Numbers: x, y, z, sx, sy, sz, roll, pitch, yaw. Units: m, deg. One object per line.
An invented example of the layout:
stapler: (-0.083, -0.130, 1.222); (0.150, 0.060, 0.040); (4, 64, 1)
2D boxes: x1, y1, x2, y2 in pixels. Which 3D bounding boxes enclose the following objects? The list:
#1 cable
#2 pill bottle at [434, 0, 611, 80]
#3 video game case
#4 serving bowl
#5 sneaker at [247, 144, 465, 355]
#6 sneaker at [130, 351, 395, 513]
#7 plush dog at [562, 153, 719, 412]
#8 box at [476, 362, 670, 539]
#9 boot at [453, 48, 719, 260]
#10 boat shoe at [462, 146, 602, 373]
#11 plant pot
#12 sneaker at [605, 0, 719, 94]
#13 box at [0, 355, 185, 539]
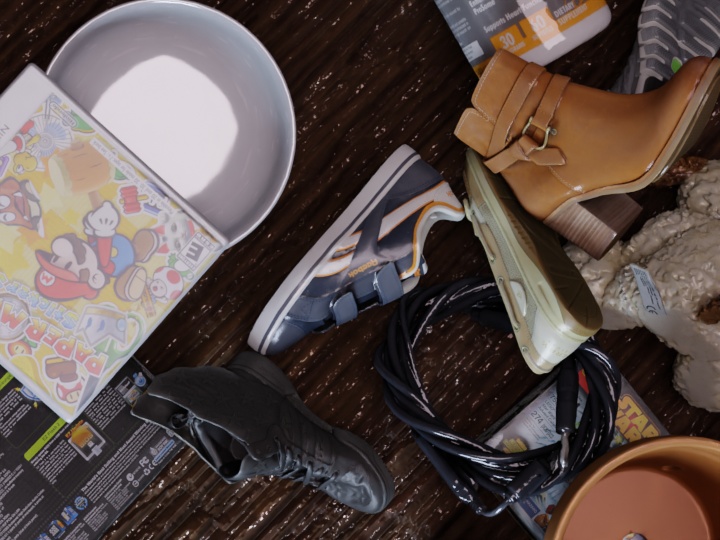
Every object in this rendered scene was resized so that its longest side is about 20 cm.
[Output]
cable: (0.103, 0.079, 1.499); (0.163, 0.051, 0.200); (-36, 65, 0)
pill bottle: (0.099, -0.250, 1.498); (0.116, 0.116, 0.200); (-31, 95, -6)
video game case: (-0.229, -0.020, 1.437); (0.200, 0.023, 0.182); (42, 85, -7)
serving bowl: (-0.151, -0.105, 1.492); (0.199, 0.066, 0.201); (0, 90, -7)
sneaker: (0.000, 0.000, 1.504); (0.079, 0.078, 0.200); (40, 84, 6)
sneaker: (-0.072, 0.137, 1.487); (0.200, 0.060, 0.104); (43, 42, -1)
plush dog: (0.278, -0.013, 1.525); (0.200, 0.160, 0.172); (35, 60, -8)
box: (0.196, 0.178, 1.548); (0.137, 0.040, 0.200); (-41, 95, -6)
boot: (0.162, -0.116, 1.418); (0.155, 0.074, 0.200); (41, 127, 9)
boat shoe: (0.119, -0.014, 1.495); (0.073, 0.201, 0.063); (13, 130, -44)
plant pot: (0.221, 0.217, 1.454); (0.199, 0.140, 0.201); (0, 91, -9)
sneaker: (0.217, -0.151, 1.538); (0.075, 0.115, 0.200); (37, 50, -17)
box: (-0.253, 0.120, 1.459); (0.193, 0.048, 0.200); (44, 63, -5)
